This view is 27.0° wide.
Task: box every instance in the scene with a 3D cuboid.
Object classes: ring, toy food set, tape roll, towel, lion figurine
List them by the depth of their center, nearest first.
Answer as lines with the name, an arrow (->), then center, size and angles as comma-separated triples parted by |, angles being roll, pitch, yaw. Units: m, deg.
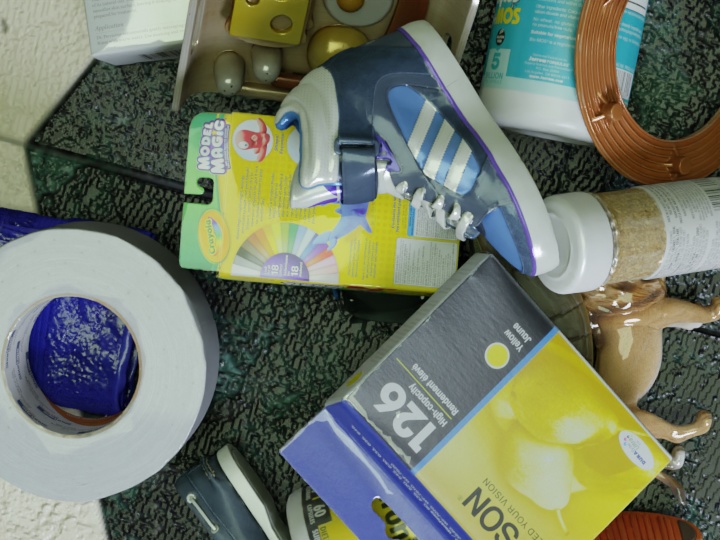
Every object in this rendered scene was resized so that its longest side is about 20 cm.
toy food set -> -0.028, -0.158, 1.069 | 0.197, 0.061, 0.144 | 7, 134, -11
ring -> 0.233, -0.158, 1.074 | 0.198, 0.019, 0.203 | -8, 105, -33
tape roll -> -0.207, 0.066, 1.117 | 0.197, 0.066, 0.203 | 0, 96, 4
lion figurine -> 0.199, 0.069, 1.118 | 0.121, 0.072, 0.203 | 5, 86, -10
towel -> -0.265, 0.027, 1.170 | 0.197, 0.050, 0.150 | 10, 93, 4

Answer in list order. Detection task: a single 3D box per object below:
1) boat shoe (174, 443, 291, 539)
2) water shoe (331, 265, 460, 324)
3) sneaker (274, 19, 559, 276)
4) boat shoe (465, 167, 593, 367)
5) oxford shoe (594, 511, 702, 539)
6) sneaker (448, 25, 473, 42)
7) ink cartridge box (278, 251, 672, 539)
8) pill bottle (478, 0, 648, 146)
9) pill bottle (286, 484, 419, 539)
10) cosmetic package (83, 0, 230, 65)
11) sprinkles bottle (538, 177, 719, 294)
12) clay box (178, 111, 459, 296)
boat shoe -> -0.073, 0.232, 1.151 | 0.061, 0.075, 0.201 | -32, 88, 4
water shoe -> 0.000, 0.000, 1.136 | 0.199, 0.071, 0.079 | 32, 99, 4
sneaker -> 0.027, -0.056, 1.012 | 0.145, 0.081, 0.202 | -30, 83, -6
boat shoe -> 0.122, 0.014, 1.101 | 0.072, 0.065, 0.203 | -13, 91, -1
oxford shoe -> 0.166, 0.238, 1.143 | 0.197, 0.071, 0.074 | -15, 109, 12
sneaker -> 0.025, -0.208, 1.119 | 0.198, 0.081, 0.116 | -33, 88, 4
ink cartridge box -> 0.081, 0.127, 1.039 | 0.200, 0.047, 0.198 | -44, 97, -9
pill bottle -> 0.155, -0.197, 1.093 | 0.109, 0.111, 0.203 | 11, 93, 4
pill bottle -> 0.053, 0.183, 1.120 | 0.198, 0.111, 0.113 | -22, 91, 5
cosmetic package -> -0.157, -0.264, 1.132 | 0.111, 0.081, 0.203 | -5, 91, 5
sprinkles bottle -> 0.218, -0.029, 1.069 | 0.198, 0.068, 0.069 | -8, 93, -27
clay box -> -0.027, -0.046, 1.071 | 0.197, 0.048, 0.117 | 5, 85, -6
